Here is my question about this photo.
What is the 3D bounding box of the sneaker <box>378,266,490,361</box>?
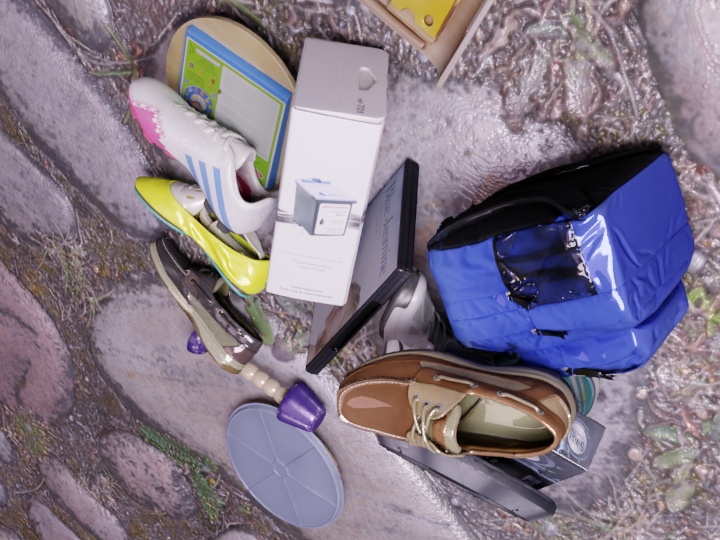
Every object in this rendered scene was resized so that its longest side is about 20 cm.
[{"bbox_3d":[0.084,0.066,0.930,0.114,0.076,0.201,21,157,13],"label":"sneaker"}]

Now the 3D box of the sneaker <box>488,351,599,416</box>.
[{"bbox_3d":[0.153,0.070,0.895,0.200,0.080,0.078,46,134,4],"label":"sneaker"}]

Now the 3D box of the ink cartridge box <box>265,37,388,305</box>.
[{"bbox_3d":[-0.032,-0.094,0.870,0.084,0.147,0.202,8,127,-3],"label":"ink cartridge box"}]

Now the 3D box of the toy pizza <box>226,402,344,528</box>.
[{"bbox_3d":[-0.099,0.260,1.240,0.198,0.032,0.203,20,127,28],"label":"toy pizza"}]

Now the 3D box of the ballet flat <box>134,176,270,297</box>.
[{"bbox_3d":[-0.178,-0.057,1.084,0.200,0.067,0.067,44,113,1],"label":"ballet flat"}]

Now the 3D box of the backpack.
[{"bbox_3d":[0.161,0.004,0.780,0.198,0.162,0.170,-9,101,43],"label":"backpack"}]

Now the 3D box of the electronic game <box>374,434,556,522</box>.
[{"bbox_3d":[0.098,0.189,0.896,0.198,0.042,0.200,26,169,5],"label":"electronic game"}]

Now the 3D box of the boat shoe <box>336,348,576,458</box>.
[{"bbox_3d":[0.073,0.112,0.746,0.197,0.074,0.077,-1,109,18],"label":"boat shoe"}]

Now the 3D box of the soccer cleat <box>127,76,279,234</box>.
[{"bbox_3d":[-0.158,-0.132,0.965,0.086,0.070,0.201,-31,102,35],"label":"soccer cleat"}]

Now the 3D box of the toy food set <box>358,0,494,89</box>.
[{"bbox_3d":[0.028,-0.270,0.786,0.200,0.060,0.144,42,134,9],"label":"toy food set"}]

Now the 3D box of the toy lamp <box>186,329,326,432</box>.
[{"bbox_3d":[-0.130,0.135,1.167,0.199,0.058,0.059,35,133,17],"label":"toy lamp"}]

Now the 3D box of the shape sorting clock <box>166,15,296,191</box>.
[{"bbox_3d":[-0.130,-0.175,0.980,0.198,0.039,0.202,22,132,26],"label":"shape sorting clock"}]

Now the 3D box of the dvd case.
[{"bbox_3d":[0.000,0.000,0.932,0.017,0.144,0.200,22,137,-18],"label":"dvd case"}]

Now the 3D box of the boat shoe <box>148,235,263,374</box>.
[{"bbox_3d":[-0.189,0.032,1.142,0.066,0.072,0.202,-38,74,8],"label":"boat shoe"}]

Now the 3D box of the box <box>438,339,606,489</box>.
[{"bbox_3d":[0.127,0.145,0.879,0.159,0.044,0.200,29,162,5],"label":"box"}]
